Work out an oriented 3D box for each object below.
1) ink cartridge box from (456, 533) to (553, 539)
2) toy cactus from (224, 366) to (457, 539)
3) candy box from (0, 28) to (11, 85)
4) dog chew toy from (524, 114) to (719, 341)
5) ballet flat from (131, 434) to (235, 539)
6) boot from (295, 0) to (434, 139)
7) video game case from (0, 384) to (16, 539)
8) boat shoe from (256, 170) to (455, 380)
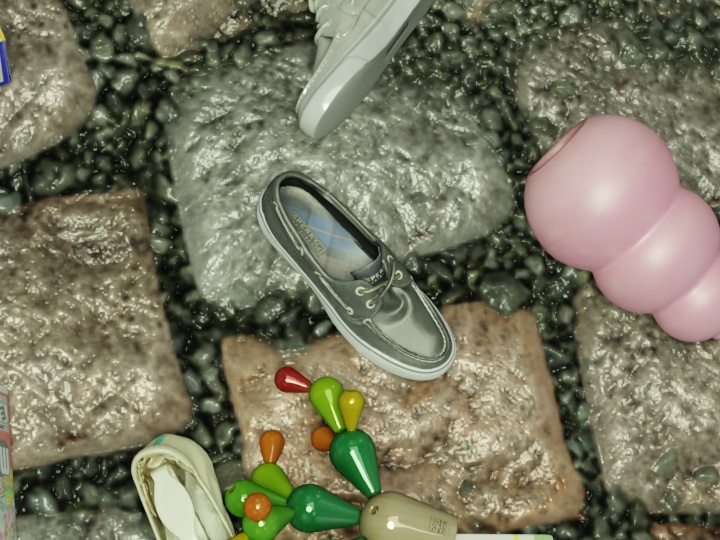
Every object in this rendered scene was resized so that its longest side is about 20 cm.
[{"bbox_3d":[0.042,0.264,1.028,0.198,0.048,0.147,3,72,-12],"label":"ink cartridge box"},{"bbox_3d":[-0.012,0.163,1.003,0.164,0.103,0.201,12,47,-1],"label":"toy cactus"},{"bbox_3d":[-0.385,-0.195,1.070,0.199,0.077,0.170,-23,78,-18],"label":"candy box"},{"bbox_3d":[0.223,-0.025,1.119,0.200,0.125,0.125,45,70,-3],"label":"dog chew toy"},{"bbox_3d":[-0.109,0.209,1.003,0.069,0.070,0.201,-23,78,-17],"label":"ballet flat"},{"bbox_3d":[-0.018,-0.199,1.155,0.095,0.074,0.200,33,61,7],"label":"boot"},{"bbox_3d":[-0.265,0.164,0.949,0.017,0.143,0.202,-10,74,9],"label":"video game case"},{"bbox_3d":[0.000,0.000,1.091,0.070,0.066,0.200,-39,83,-19],"label":"boat shoe"}]
